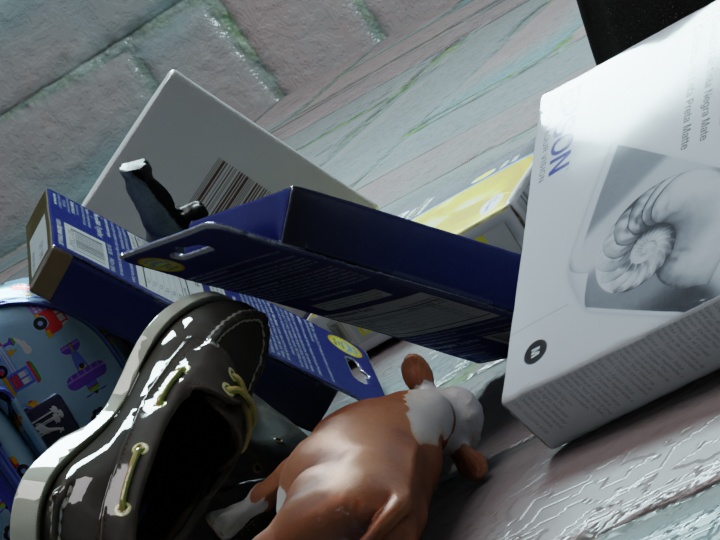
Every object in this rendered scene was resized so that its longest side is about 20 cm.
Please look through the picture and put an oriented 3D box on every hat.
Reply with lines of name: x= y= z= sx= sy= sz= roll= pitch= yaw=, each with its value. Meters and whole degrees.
hat: x=-0.075 y=0.101 z=1.348 sx=0.200 sy=0.081 sz=0.201 roll=-33 pitch=7 yaw=5

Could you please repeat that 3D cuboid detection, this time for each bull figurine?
bull figurine: x=-0.009 y=0.099 z=1.173 sx=0.121 sy=0.065 sz=0.200 roll=-38 pitch=1 yaw=12

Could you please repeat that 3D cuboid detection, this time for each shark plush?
shark plush: x=-0.097 y=0.032 z=1.560 sx=0.083 sy=0.200 sz=0.091 roll=-30 pitch=50 yaw=-26

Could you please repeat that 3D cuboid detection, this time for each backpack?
backpack: x=-0.186 y=0.099 z=1.438 sx=0.200 sy=0.183 sz=0.135 roll=-29 pitch=-1 yaw=-8

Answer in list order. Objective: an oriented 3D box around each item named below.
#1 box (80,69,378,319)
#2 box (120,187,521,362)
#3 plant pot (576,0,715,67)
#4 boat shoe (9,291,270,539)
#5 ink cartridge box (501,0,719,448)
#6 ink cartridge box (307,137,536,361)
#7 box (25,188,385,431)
box: x=-0.082 y=-0.033 z=1.759 sx=0.106 sy=0.152 sz=0.200 roll=-57 pitch=1 yaw=-3
box: x=0.000 y=0.000 z=1.312 sx=0.121 sy=0.200 sz=0.032 roll=-15 pitch=62 yaw=63
plant pot: x=0.199 y=-0.135 z=1.375 sx=0.200 sy=0.178 sz=0.200 roll=-32 pitch=7 yaw=12
boat shoe: x=-0.080 y=0.075 z=1.231 sx=0.060 sy=0.072 sz=0.201 roll=4 pitch=32 yaw=24
ink cartridge box: x=0.154 y=-0.041 z=1.192 sx=0.200 sy=0.041 sz=0.200 roll=-28 pitch=35 yaw=32
ink cartridge box: x=0.033 y=-0.006 z=1.715 sx=0.200 sy=0.047 sz=0.198 roll=-27 pitch=10 yaw=18
box: x=-0.081 y=0.027 z=1.473 sx=0.032 sy=0.200 sz=0.121 roll=-61 pitch=14 yaw=10
